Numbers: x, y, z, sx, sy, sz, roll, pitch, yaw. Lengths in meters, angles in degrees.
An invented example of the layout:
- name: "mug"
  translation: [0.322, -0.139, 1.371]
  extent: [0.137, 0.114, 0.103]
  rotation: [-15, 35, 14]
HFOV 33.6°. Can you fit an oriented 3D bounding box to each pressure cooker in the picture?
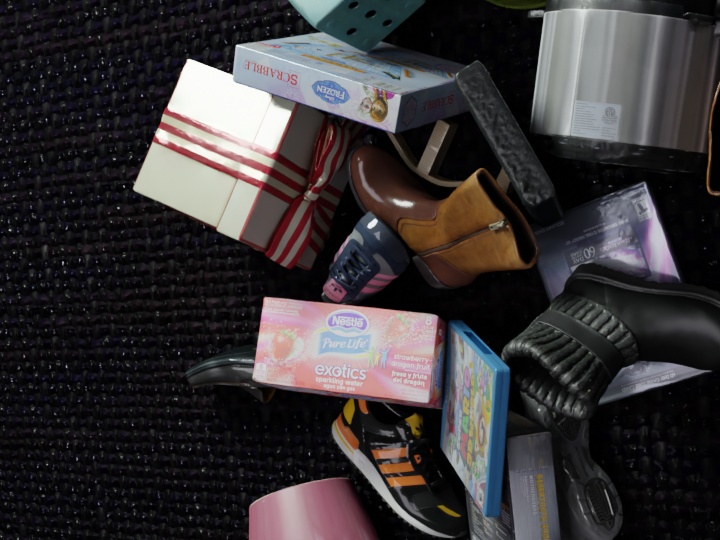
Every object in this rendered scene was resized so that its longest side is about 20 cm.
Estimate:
- name: "pressure cooker"
  translation: [0.252, -0.197, 1.105]
  extent: [0.173, 0.179, 0.203]
  rotation: [4, 98, -12]

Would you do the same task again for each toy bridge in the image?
- name: "toy bridge"
  translation: [0.083, -0.133, 1.303]
  extent: [0.199, 0.027, 0.068]
  rotation: [32, 112, 22]

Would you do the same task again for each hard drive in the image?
- name: "hard drive"
  translation: [0.146, -0.115, 1.146]
  extent: [0.033, 0.200, 0.141]
  rotation: [-30, 82, 9]

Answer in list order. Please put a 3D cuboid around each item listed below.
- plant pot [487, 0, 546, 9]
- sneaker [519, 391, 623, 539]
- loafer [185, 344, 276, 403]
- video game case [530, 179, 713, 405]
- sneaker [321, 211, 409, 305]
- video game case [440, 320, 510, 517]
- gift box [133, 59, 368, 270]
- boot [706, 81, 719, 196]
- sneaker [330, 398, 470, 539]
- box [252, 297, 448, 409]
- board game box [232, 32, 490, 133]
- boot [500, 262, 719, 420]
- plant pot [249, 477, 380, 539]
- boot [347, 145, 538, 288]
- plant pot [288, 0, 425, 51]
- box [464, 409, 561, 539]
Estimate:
- name: "plant pot"
  translation: [0.126, -0.363, 1.152]
  extent: [0.198, 0.192, 0.203]
  rotation: [4, 98, 30]
- name: "sneaker"
  translation: [0.195, 0.195, 1.256]
  extent: [0.099, 0.077, 0.202]
  rotation: [-29, 74, 46]
- name: "loafer"
  translation: [-0.126, 0.126, 1.436]
  extent: [0.198, 0.073, 0.073]
  rotation: [-13, 94, 32]
- name: "video game case"
  translation: [0.264, 0.026, 1.225]
  extent: [0.142, 0.019, 0.202]
  rotation: [-21, 85, 31]
- name: "sneaker"
  translation: [0.000, 0.000, 1.270]
  extent: [0.082, 0.200, 0.070]
  rotation: [-41, 81, -12]
- name: "video game case"
  translation: [0.113, 0.142, 1.201]
  extent: [0.018, 0.200, 0.145]
  rotation: [1, 100, -8]
- name: "gift box"
  translation: [-0.104, -0.116, 1.332]
  extent: [0.185, 0.199, 0.187]
  rotation: [24, 95, 29]
- name: "boot"
  translation: [0.348, -0.079, 1.055]
  extent: [0.068, 0.199, 0.191]
  rotation: [17, 105, 26]
- name: "sneaker"
  translation: [0.055, 0.210, 1.340]
  extent: [0.200, 0.070, 0.091]
  rotation: [42, 118, 21]
- name: "box"
  translation: [-0.007, 0.091, 1.305]
  extent: [0.197, 0.103, 0.096]
  rotation: [5, 82, 15]
- name: "board game box"
  translation: [0.004, -0.201, 1.240]
  extent: [0.198, 0.199, 0.042]
  rotation: [22, 115, 27]
- name: "boot"
  translation: [0.254, 0.079, 1.130]
  extent: [0.209, 0.158, 0.080]
  rotation: [14, 129, 32]
- name: "plant pot"
  translation: [-0.048, 0.342, 1.360]
  extent: [0.199, 0.199, 0.181]
  rotation: [-26, 68, 30]
- name: "boot"
  translation: [0.076, -0.066, 1.210]
  extent: [0.190, 0.068, 0.200]
  rotation: [59, 160, -3]
- name: "plant pot"
  translation: [-0.021, -0.341, 1.237]
  extent: [0.141, 0.141, 0.202]
  rotation: [-36, 60, 28]
- name: "box"
  translation: [0.151, 0.229, 1.223]
  extent: [0.048, 0.200, 0.161]
  rotation: [-6, 92, -9]
